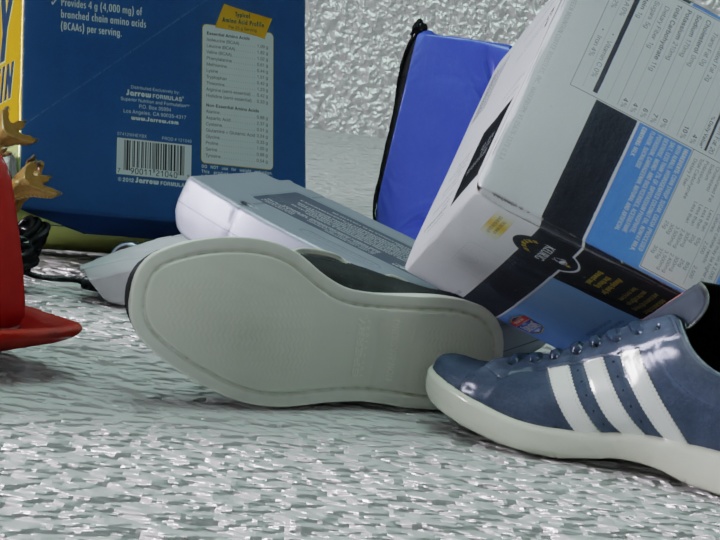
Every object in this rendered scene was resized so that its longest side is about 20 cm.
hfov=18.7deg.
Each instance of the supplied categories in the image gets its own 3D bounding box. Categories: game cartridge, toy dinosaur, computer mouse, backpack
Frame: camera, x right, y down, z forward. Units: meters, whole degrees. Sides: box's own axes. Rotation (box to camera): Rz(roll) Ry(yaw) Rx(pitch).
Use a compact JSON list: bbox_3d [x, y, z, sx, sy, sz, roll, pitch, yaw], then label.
[{"bbox_3d":[0.000,0.000,1.215,0.199,0.041,0.133,26,9,19],"label":"game cartridge"},{"bbox_3d":[-0.222,-0.030,1.214,0.061,0.106,0.200,49,25,3],"label":"toy dinosaur"},{"bbox_3d":[-0.122,-0.004,1.263,0.198,0.044,0.110,8,6,6],"label":"computer mouse"},{"bbox_3d":[0.099,-0.059,1.519,0.166,0.164,0.200,18,-4,10],"label":"backpack"}]

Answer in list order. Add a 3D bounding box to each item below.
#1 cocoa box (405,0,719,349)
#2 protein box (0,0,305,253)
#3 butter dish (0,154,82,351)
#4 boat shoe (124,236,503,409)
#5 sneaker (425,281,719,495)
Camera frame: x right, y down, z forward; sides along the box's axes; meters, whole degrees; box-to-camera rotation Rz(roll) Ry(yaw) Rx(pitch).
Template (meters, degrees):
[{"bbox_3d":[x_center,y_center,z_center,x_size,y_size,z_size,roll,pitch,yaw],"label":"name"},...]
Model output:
[{"bbox_3d":[0.119,-0.044,1.073,0.130,0.134,0.200,26,-13,-3],"label":"cocoa box"},{"bbox_3d":[-0.149,-0.120,1.418,0.197,0.202,0.135,4,-10,-27],"label":"protein box"},{"bbox_3d":[-0.246,-0.039,0.982,0.198,0.149,0.199,13,9,38],"label":"butter dish"},{"bbox_3d":[-0.027,0.023,1.020,0.199,0.075,0.060,7,6,-32],"label":"boat shoe"},{"bbox_3d":[0.123,0.043,0.961,0.198,0.085,0.075,10,7,27],"label":"sneaker"}]
